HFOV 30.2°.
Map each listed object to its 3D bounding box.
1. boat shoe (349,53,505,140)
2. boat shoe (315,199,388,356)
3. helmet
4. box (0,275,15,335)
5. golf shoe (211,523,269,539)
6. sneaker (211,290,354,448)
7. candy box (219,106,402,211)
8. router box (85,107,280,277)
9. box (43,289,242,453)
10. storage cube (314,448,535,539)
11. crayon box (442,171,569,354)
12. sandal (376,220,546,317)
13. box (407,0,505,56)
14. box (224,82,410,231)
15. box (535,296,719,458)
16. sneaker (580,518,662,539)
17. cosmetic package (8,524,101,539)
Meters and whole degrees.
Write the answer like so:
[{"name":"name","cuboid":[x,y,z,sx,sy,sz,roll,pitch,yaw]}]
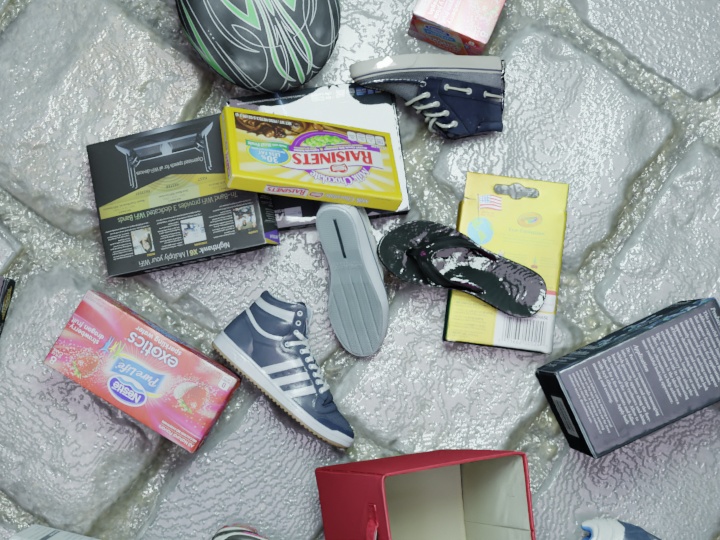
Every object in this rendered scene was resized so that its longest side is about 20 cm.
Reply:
[{"name":"boat shoe","cuboid":[0.083,-0.198,1.532,0.200,0.075,0.093,-4,90,-25]},{"name":"boat shoe","cuboid":[0.000,0.000,1.532,0.073,0.067,0.200,3,120,19]},{"name":"helmet","cuboid":[-0.114,-0.301,1.503,0.200,0.200,0.191,-28,58,-3]},{"name":"box","cuboid":[-0.522,0.079,1.539,0.200,0.050,0.199,16,87,-1]},{"name":"golf shoe","cuboid":[-0.079,0.350,1.510,0.200,0.092,0.073,21,85,-1]},{"name":"sneaker","cuboid":[-0.064,0.108,1.536,0.200,0.070,0.109,40,88,4]},{"name":"candy box","cuboid":[-0.054,-0.123,1.472,0.200,0.026,0.102,6,55,-22]},{"name":"router box","cuboid":[-0.204,-0.087,1.527,0.200,0.052,0.157,-11,86,15]},{"name":"box","cuboid":[-0.244,0.114,1.518,0.200,0.095,0.100,32,87,1]},{"name":"storage cube","cuboid":[0.071,0.290,1.448,0.200,0.180,0.171,-5,87,-27]},{"name":"crayon box","cuboid":[0.171,-0.008,1.558,0.127,0.051,0.200,8,87,-1]},{"name":"sandal","cuboid":[0.118,-0.006,1.502,0.200,0.048,0.075,19,84,-4]},{"name":"box","cuboid":[0.137,-0.359,1.554,0.095,0.103,0.200,23,85,0]},{"name":"box","cuboid":[-0.051,-0.133,1.564,0.200,0.044,0.160,-7,86,-2]},{"name":"box","cuboid":[0.317,0.119,1.505,0.200,0.148,0.107,-24,88,-3]},{"name":"sneaker","cuboid":[0.277,0.385,1.528,0.146,0.081,0.200,20,89,8]},{"name":"cosmetic package","cuboid":[-0.305,0.408,1.484,0.200,0.123,0.200,14,86,1]}]
